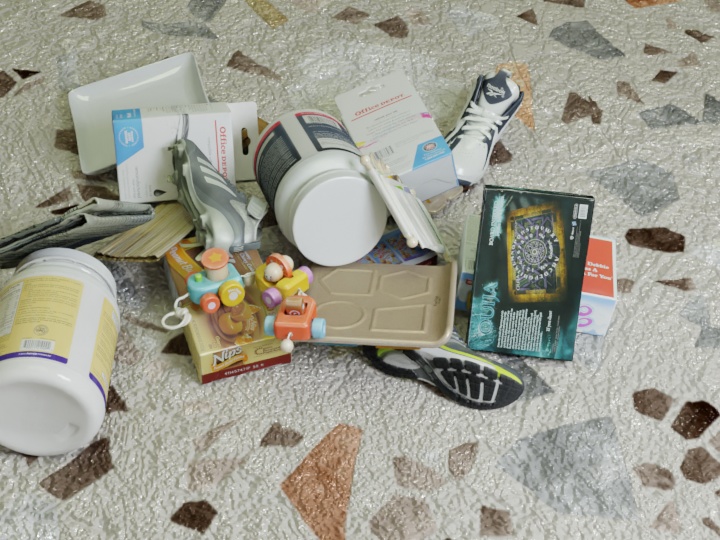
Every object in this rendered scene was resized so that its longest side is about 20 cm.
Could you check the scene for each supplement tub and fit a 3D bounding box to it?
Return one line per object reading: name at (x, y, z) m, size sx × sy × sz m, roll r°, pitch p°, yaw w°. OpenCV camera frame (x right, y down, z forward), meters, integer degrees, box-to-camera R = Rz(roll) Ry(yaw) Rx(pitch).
supplement tub at (-0.346, 0.087, 1.357) m, size 0.143 × 0.147 × 0.201 m, roll 2°, pitch 43°, yaw -3°
supplement tub at (-0.053, -0.108, 1.552) m, size 0.138 × 0.142 × 0.201 m, roll -9°, pitch 33°, yaw -14°

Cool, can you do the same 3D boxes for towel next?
towel at (-0.364, -0.043, 1.446) m, size 0.190 × 0.035 × 0.200 m, roll -18°, pitch 0°, yaw 13°

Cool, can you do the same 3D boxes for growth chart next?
growth chart at (0.062, -0.075, 1.520) m, size 0.018 × 0.200 × 0.146 m, roll -32°, pitch 73°, yaw 13°

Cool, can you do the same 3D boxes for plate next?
plate at (-0.313, -0.221, 1.741) m, size 0.197 × 0.033 × 0.201 m, roll -19°, pitch 47°, yaw -4°

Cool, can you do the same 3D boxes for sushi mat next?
sushi mat at (-0.256, -0.054, 1.552) m, size 0.094 × 0.012 × 0.200 m, roll 3°, pitch 24°, yaw 18°

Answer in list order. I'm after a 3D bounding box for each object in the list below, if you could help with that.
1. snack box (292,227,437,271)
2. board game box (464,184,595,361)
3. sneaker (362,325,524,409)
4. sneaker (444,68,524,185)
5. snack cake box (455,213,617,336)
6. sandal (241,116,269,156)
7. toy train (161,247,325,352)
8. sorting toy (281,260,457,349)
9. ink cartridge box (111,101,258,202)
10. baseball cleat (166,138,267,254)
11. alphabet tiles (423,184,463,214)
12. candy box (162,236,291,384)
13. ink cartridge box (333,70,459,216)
snack box at (0.000, 0.000, 1.565) m, size 0.198 × 0.025 × 0.072 m, roll -23°, pitch 49°, yaw -25°
board game box at (0.202, 0.003, 1.463) m, size 0.133 × 0.203 × 0.028 m, roll 7°, pitch 13°, yaw 2°
sneaker at (0.105, 0.097, 1.442) m, size 0.198 × 0.075 × 0.081 m, roll 22°, pitch 43°, yaw 15°
sneaker at (0.173, -0.217, 1.718) m, size 0.079 × 0.131 × 0.199 m, roll 29°, pitch 43°, yaw 14°
snack cake box at (0.222, 0.004, 1.543) m, size 0.197 × 0.068 × 0.116 m, roll 10°, pitch 42°, yaw 1°
sandal at (-0.168, -0.196, 1.733) m, size 0.197 × 0.055 × 0.082 m, roll 15°, pitch 43°, yaw 12°
toy train at (-0.128, 0.025, 1.397) m, size 0.197 × 0.056 × 0.151 m, roll 5°, pitch 33°, yaw 14°
sorting toy at (0.015, 0.044, 1.445) m, size 0.197 × 0.037 × 0.186 m, roll -2°, pitch 28°, yaw 8°
ink cartridge box at (-0.231, -0.161, 1.638) m, size 0.197 × 0.118 × 0.068 m, roll -6°, pitch 20°, yaw -11°
baseball cleat at (-0.179, -0.092, 1.548) m, size 0.105 × 0.070 × 0.201 m, roll -4°, pitch 50°, yaw -25°
alphabet tiles at (0.037, -0.127, 1.709) m, size 0.194 × 0.015 × 0.200 m, roll 30°, pitch 49°, yaw 24°
candy box at (-0.166, 0.038, 1.489) m, size 0.114 × 0.056 × 0.201 m, roll -11°, pitch 45°, yaw -16°
ink cartridge box at (0.047, -0.180, 1.684) m, size 0.114 × 0.068 × 0.201 m, roll -22°, pitch 48°, yaw -2°
